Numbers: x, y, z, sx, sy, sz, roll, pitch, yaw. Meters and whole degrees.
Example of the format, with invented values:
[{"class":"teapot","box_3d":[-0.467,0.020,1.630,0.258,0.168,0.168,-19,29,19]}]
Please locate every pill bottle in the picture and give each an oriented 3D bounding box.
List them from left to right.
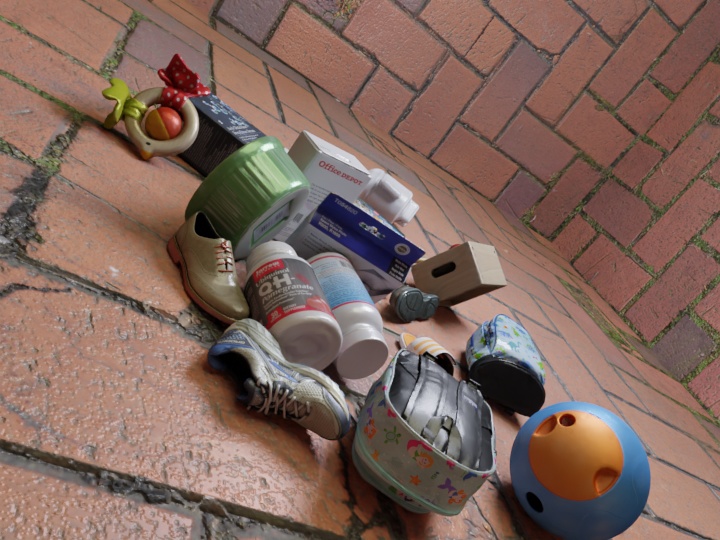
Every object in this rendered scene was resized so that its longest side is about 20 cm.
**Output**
[{"class":"pill bottle","box_3d":[-0.105,0.047,0.886,0.110,0.111,0.200,23,24,-36]},{"class":"pill bottle","box_3d":[-0.031,0.069,0.966,0.108,0.109,0.200,22,25,-37]}]

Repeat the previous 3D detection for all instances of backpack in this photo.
[{"class":"backpack","box_3d":[0.078,0.210,0.779,0.177,0.151,0.200,34,12,-1]},{"class":"backpack","box_3d":[0.289,0.181,1.260,0.163,0.154,0.200,29,8,-5]}]

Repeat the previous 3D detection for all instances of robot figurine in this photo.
[{"class":"robot figurine","box_3d":[0.067,-0.209,1.749,0.200,0.113,0.170,37,-19,-3]}]

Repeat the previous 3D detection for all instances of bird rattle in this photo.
[{"class":"bird rattle","box_3d":[-0.363,-0.286,1.131,0.199,0.113,0.164,-23,87,-27]}]

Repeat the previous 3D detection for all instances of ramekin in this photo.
[{"class":"ramekin","box_3d":[-0.174,-0.110,0.999,0.098,0.200,0.200,47,20,4]}]

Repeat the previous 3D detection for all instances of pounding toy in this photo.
[{"class":"pounding toy","box_3d":[0.197,0.001,1.432,0.184,0.199,0.143,5,66,-57]}]

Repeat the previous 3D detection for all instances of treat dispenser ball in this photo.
[{"class":"treat dispenser ball","box_3d":[0.327,0.300,0.933,0.200,0.201,0.201,33,20,-14]}]

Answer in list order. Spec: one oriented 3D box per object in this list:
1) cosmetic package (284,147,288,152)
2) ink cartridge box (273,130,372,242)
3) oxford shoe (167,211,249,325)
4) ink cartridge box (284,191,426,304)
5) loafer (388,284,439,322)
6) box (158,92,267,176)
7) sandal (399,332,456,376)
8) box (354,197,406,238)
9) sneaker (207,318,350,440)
[{"class":"cosmetic package","box_3d":[-0.125,-0.186,1.418,0.200,0.081,0.113,35,19,-6]},{"class":"ink cartridge box","box_3d":[-0.098,-0.148,1.199,0.144,0.200,0.084,18,28,-43]},{"class":"oxford shoe","box_3d":[-0.208,-0.006,0.876,0.200,0.075,0.070,49,22,28]},{"class":"ink cartridge box","box_3d":[-0.023,-0.021,1.063,0.199,0.200,0.041,31,49,-16]},{"class":"loafer","box_3d":[0.099,0.065,1.288,0.063,0.072,0.200,25,5,28]},{"class":"box","box_3d":[-0.298,-0.272,1.267,0.200,0.107,0.148,37,20,0]},{"class":"sandal","box_3d":[0.147,0.176,1.110,0.079,0.059,0.207,17,28,-45]},{"class":"box","box_3d":[0.015,-0.128,1.591,0.200,0.038,0.137,40,20,7]},{"class":"sneaker","box_3d":[-0.105,0.146,0.747,0.200,0.077,0.085,35,28,13]}]
